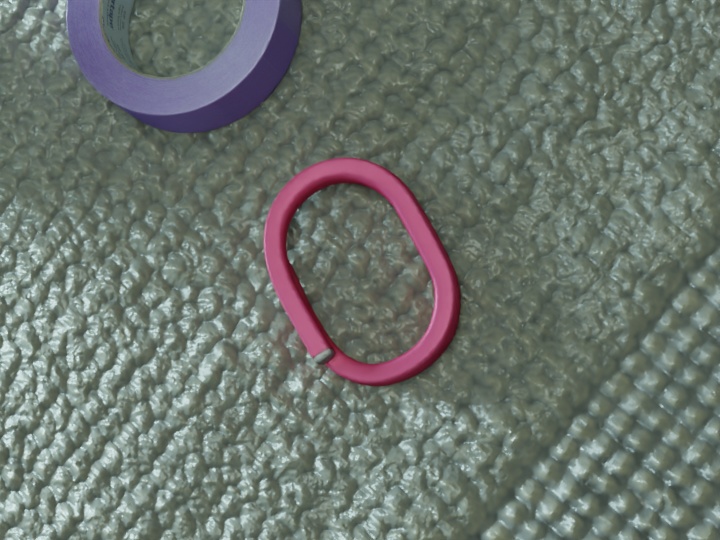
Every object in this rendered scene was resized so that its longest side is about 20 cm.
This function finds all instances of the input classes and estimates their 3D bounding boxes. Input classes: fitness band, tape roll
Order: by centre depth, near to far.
[{"bbox_3d":[0.000,0.000,1.702,0.143,0.037,0.201,-31,74,8],"label":"fitness band"},{"bbox_3d":[-0.156,-0.226,1.774,0.199,0.066,0.201,-3,78,15],"label":"tape roll"}]
